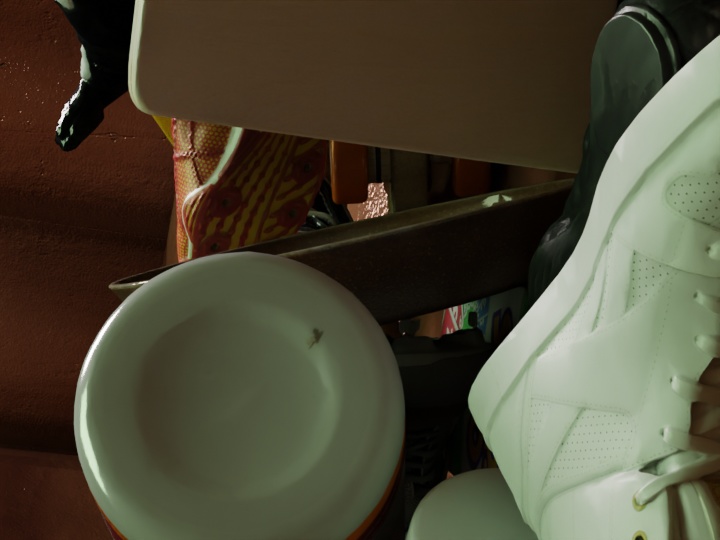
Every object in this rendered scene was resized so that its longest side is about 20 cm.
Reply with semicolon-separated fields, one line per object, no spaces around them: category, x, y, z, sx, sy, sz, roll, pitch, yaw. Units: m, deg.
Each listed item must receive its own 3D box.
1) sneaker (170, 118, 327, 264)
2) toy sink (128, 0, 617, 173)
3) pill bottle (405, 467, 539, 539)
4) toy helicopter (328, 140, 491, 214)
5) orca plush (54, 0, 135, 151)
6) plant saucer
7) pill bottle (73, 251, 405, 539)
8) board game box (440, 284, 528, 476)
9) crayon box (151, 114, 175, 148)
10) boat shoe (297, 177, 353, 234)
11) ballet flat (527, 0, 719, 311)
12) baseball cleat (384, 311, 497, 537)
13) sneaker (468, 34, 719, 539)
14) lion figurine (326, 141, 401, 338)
sneaker;-0.058;-0.084;0.921;0.077;0.072;0.202;34;124;47
toy sink;-0.006;-0.120;0.807;0.112;0.198;0.132;-157;74;-65
pill bottle;0.034;0.167;0.675;0.110;0.108;0.201;-96;15;-54
toy helicopter;0.021;-0.066;1.055;0.200;0.078;0.134;89;177;-63
orca plush;-0.107;-0.120;0.818;0.071;0.104;0.201;61;148;36
plant saucer;0.000;0.000;0.797;0.200;0.198;0.037;-177;73;-81
pill bottle;-0.037;0.081;0.721;0.200;0.108;0.111;88;-175;-66
board game box;0.062;0.050;0.854;0.200;0.030;0.097;-149;67;-77
crayon box;-0.081;-0.116;1.063;0.127;0.051;0.200;56;-164;-17
boat shoe;-0.031;0.000;0.994;0.201;0.071;0.068;-90;6;-49
ballet flat;0.097;-0.013;0.666;0.067;0.056;0.201;55;150;34
baseball cleat;0.022;0.073;0.837;0.200;0.069;0.108;80;-171;-87
sneaker;0.102;0.030;0.540;0.201;0.073;0.116;117;143;-46
lion figurine;-0.016;0.001;1.143;0.122;0.072;0.202;-28;-75;-63
